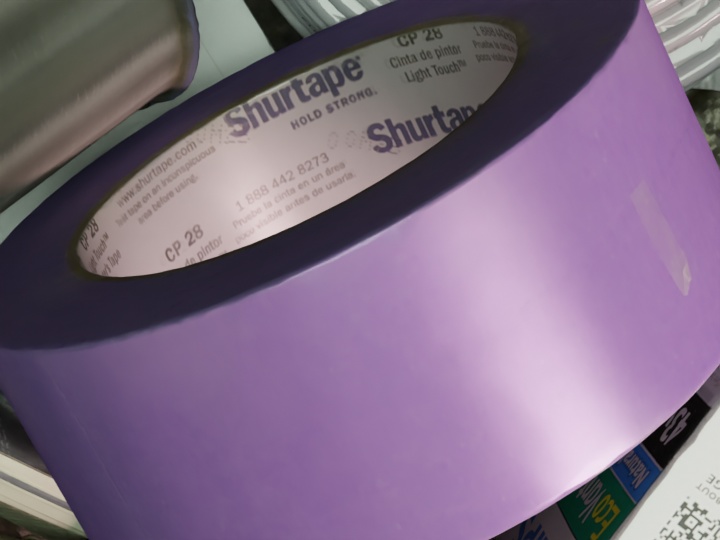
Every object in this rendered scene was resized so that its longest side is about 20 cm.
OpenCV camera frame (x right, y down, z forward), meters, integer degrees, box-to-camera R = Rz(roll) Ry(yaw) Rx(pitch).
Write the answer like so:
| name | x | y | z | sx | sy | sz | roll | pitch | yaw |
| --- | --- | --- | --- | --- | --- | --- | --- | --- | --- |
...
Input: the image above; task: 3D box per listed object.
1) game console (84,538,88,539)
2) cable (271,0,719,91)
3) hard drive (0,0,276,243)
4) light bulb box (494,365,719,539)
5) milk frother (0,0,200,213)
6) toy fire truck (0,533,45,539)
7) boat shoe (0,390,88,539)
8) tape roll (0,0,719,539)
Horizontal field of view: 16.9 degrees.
| name | x | y | z | sx | sy | sz | roll | pitch | yaw |
| --- | --- | --- | --- | --- | --- | --- | --- | --- | --- |
| game console | -0.044 | 0.168 | 0.689 | 0.200 | 0.172 | 0.119 | -28 | 124 | 23 |
| cable | 0.053 | -0.141 | 0.755 | 0.200 | 0.069 | 0.200 | -10 | 98 | -1 |
| hard drive | -0.139 | -0.061 | 0.779 | 0.200 | 0.026 | 0.132 | -32 | 97 | 1 |
| light bulb box | 0.180 | 0.079 | 0.760 | 0.198 | 0.125 | 0.200 | 37 | 95 | -7 |
| milk frother | -0.125 | -0.048 | 0.626 | 0.188 | 0.200 | 0.181 | -40 | 142 | -25 |
| toy fire truck | -0.124 | 0.137 | 0.792 | 0.200 | 0.049 | 0.141 | 1 | 97 | -2 |
| boat shoe | -0.103 | 0.047 | 0.759 | 0.200 | 0.075 | 0.062 | 31 | 74 | -22 |
| tape roll | 0.000 | 0.000 | 0.657 | 0.200 | 0.200 | 0.085 | -26 | 110 | 1 |
